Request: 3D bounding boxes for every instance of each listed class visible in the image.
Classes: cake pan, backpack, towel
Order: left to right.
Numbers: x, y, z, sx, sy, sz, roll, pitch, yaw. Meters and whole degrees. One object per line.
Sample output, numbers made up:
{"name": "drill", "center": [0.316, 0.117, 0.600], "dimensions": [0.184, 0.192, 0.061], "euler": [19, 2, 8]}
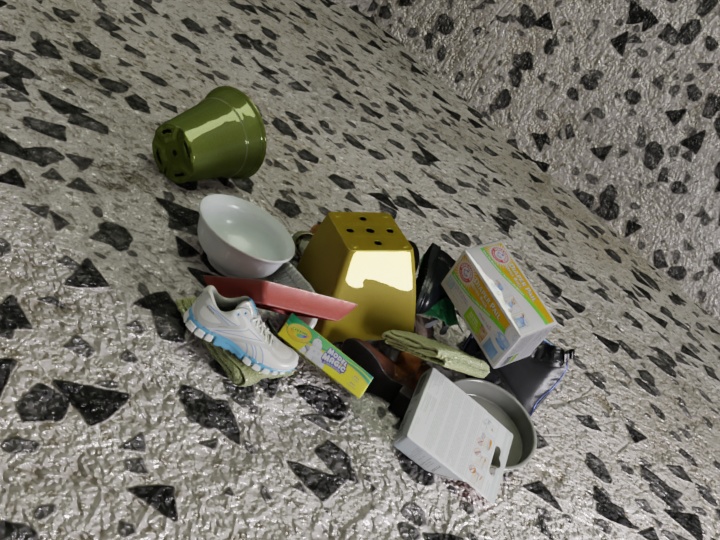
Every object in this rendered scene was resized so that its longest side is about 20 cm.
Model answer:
{"name": "towel", "center": [-0.206, 0.110, 1.472], "dimensions": [0.200, 0.037, 0.147], "euler": [45, 26, 25]}
{"name": "towel", "center": [0.143, 0.151, 1.629], "dimensions": [0.146, 0.037, 0.199], "euler": [19, -3, 38]}
{"name": "cake pan", "center": [0.227, 0.287, 1.623], "dimensions": [0.196, 0.037, 0.203], "euler": [15, 40, -13]}
{"name": "backpack", "center": [0.296, 0.181, 1.775], "dimensions": [0.190, 0.201, 0.154], "euler": [40, 0, -1]}

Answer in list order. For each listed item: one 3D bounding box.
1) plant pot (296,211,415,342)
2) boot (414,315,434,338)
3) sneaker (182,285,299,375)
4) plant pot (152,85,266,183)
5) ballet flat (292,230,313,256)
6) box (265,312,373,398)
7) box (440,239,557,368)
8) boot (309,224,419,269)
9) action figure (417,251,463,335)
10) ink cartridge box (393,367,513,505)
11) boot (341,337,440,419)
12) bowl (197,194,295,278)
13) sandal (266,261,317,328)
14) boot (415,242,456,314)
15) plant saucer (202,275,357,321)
{"name": "plant pot", "center": [0.000, 0.000, 1.684], "dimensions": [0.195, 0.179, 0.201], "euler": [-1, 35, -23]}
{"name": "boot", "center": [0.065, 0.077, 1.824], "dimensions": [0.144, 0.071, 0.201], "euler": [6, 36, -41]}
{"name": "sneaker", "center": [-0.175, 0.091, 1.394], "dimensions": [0.197, 0.087, 0.075], "euler": [29, 21, -15]}
{"name": "plant pot", "center": [-0.330, -0.266, 1.859], "dimensions": [0.199, 0.202, 0.189], "euler": [40, 39, 16]}
{"name": "ballet flat", "center": [-0.059, -0.020, 1.841], "dimensions": [0.197, 0.072, 0.071], "euler": [31, 24, 3]}
{"name": "box", "center": [-0.074, 0.135, 1.493], "dimensions": [0.198, 0.049, 0.117], "euler": [37, -9, -4]}
{"name": "box", "center": [0.256, 0.060, 1.664], "dimensions": [0.100, 0.113, 0.202], "euler": [-14, 61, -34]}
{"name": "boot", "center": [0.012, -0.045, 1.929], "dimensions": [0.197, 0.070, 0.187], "euler": [10, -2, 37]}
{"name": "action figure", "center": [0.152, 0.037, 1.854], "dimensions": [0.117, 0.054, 0.203], "euler": [29, 39, -31]}
{"name": "ink cartridge box", "center": [0.164, 0.291, 1.535], "dimensions": [0.199, 0.047, 0.161], "euler": [40, 44, -10]}
{"name": "boot", "center": [0.065, 0.170, 1.655], "dimensions": [0.187, 0.069, 0.200], "euler": [36, 24, 7]}
{"name": "bowl", "center": [-0.228, -0.047, 1.665], "dimensions": [0.198, 0.091, 0.202], "euler": [26, 26, -14]}
{"name": "sandal", "center": [-0.117, 0.053, 1.651], "dimensions": [0.050, 0.082, 0.204], "euler": [49, 10, -43]}
{"name": "boot", "center": [0.190, 0.045, 1.772], "dimensions": [0.166, 0.077, 0.202], "euler": [29, 38, -4]}
{"name": "plant saucer", "center": [-0.138, 0.049, 1.483], "dimensions": [0.197, 0.038, 0.197], "euler": [15, -7, -39]}
